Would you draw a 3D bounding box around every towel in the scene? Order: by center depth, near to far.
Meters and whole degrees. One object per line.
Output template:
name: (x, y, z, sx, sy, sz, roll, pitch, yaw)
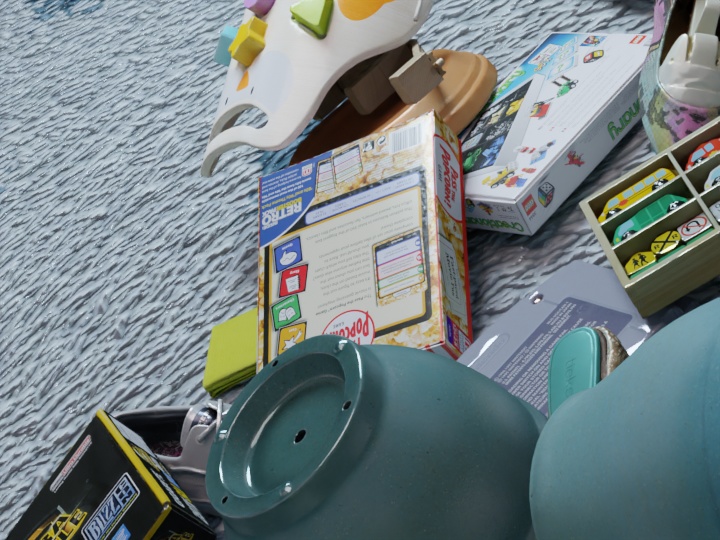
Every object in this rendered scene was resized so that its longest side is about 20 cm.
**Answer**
towel: (-0.026, 0.029, 1.483, 0.199, 0.018, 0.086, -25, 26, 17)

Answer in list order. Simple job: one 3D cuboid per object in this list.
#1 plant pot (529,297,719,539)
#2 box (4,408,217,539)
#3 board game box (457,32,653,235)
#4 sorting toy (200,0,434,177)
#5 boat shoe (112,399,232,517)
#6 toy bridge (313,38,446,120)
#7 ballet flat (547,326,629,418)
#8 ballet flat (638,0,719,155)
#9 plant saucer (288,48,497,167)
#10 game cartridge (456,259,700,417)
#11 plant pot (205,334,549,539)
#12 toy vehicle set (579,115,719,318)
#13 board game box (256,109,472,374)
plant pot: (0.193, 0.108, 1.009, 0.187, 0.200, 0.201, -22, 29, 47)
box: (-0.189, 0.208, 1.294, 0.201, 0.049, 0.160, -54, 31, 1)
board game box: (0.135, -0.105, 1.486, 0.126, 0.035, 0.200, 9, 47, 50)
sorting toy: (-0.062, -0.156, 1.571, 0.199, 0.107, 0.181, -15, 46, 54)
boat shoe: (-0.098, 0.119, 1.368, 0.199, 0.069, 0.072, 1, 45, 44)
toy bridge: (0.019, -0.151, 1.560, 0.067, 0.027, 0.200, -42, 16, -19)
ballet flat: (0.136, 0.124, 1.137, 0.070, 0.065, 0.201, -23, 42, 42)
ballet flat: (0.235, -0.153, 1.411, 0.068, 0.071, 0.201, 15, 46, -3)
plant saucer: (0.016, -0.111, 1.572, 0.199, 0.038, 0.200, -33, 18, 12)
game cartridge: (0.110, 0.078, 1.265, 0.200, 0.041, 0.133, -45, 36, -18)
plant pot: (-0.002, 0.120, 1.123, 0.200, 0.134, 0.201, -34, 32, 25)
toy vehicle set: (0.240, -0.058, 1.259, 0.199, 0.027, 0.125, -32, 27, 7)
board game box: (0.000, 0.000, 1.410, 0.150, 0.046, 0.202, -19, 50, 24)
